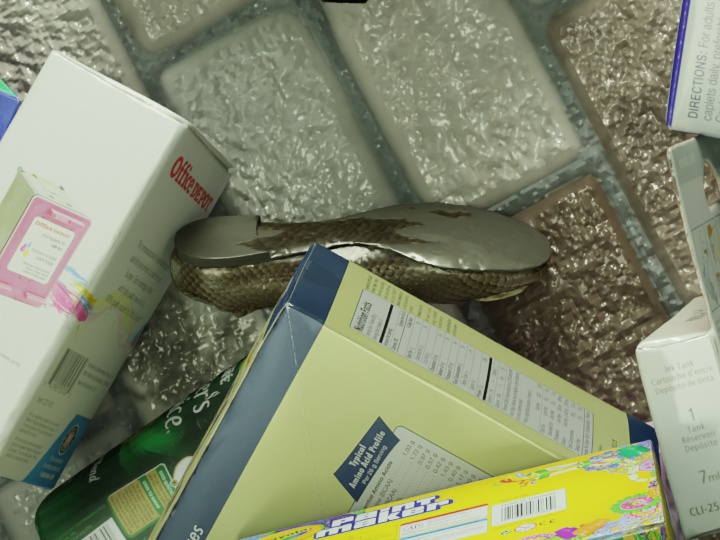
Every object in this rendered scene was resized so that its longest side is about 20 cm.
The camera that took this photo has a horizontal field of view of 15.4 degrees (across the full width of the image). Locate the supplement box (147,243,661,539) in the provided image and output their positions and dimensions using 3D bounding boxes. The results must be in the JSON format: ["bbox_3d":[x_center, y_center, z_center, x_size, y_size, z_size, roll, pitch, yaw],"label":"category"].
[{"bbox_3d":[0.011,0.129,1.279,0.199,0.134,0.201,29,103,-2],"label":"supplement box"}]

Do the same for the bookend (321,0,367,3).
[{"bbox_3d":[-0.015,-0.275,1.361,0.199,0.092,0.200,44,103,7],"label":"bookend"}]

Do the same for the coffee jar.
[{"bbox_3d":[-0.069,0.102,1.408,0.199,0.104,0.086,-34,89,14],"label":"coffee jar"}]

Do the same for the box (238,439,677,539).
[{"bbox_3d":[0.056,0.202,1.160,0.199,0.122,0.194,-13,101,6],"label":"box"}]

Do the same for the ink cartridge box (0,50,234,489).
[{"bbox_3d":[-0.157,0.002,1.374,0.084,0.145,0.201,30,86,10],"label":"ink cartridge box"}]

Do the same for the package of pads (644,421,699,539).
[{"bbox_3d":[0.084,0.156,1.389,0.199,0.076,0.121,-15,90,15],"label":"package of pads"}]

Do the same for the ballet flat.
[{"bbox_3d":[0.000,0.000,1.389,0.198,0.068,0.047,-2,121,-5],"label":"ballet flat"}]

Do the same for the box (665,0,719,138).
[{"bbox_3d":[0.258,-0.149,1.280,0.198,0.105,0.185,9,105,7],"label":"box"}]

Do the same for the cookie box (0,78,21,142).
[{"bbox_3d":[-0.275,-0.063,1.401,0.200,0.075,0.172,40,108,50],"label":"cookie box"}]

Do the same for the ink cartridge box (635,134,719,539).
[{"bbox_3d":[0.167,0.024,1.290,0.043,0.200,0.175,-15,92,16],"label":"ink cartridge box"}]
